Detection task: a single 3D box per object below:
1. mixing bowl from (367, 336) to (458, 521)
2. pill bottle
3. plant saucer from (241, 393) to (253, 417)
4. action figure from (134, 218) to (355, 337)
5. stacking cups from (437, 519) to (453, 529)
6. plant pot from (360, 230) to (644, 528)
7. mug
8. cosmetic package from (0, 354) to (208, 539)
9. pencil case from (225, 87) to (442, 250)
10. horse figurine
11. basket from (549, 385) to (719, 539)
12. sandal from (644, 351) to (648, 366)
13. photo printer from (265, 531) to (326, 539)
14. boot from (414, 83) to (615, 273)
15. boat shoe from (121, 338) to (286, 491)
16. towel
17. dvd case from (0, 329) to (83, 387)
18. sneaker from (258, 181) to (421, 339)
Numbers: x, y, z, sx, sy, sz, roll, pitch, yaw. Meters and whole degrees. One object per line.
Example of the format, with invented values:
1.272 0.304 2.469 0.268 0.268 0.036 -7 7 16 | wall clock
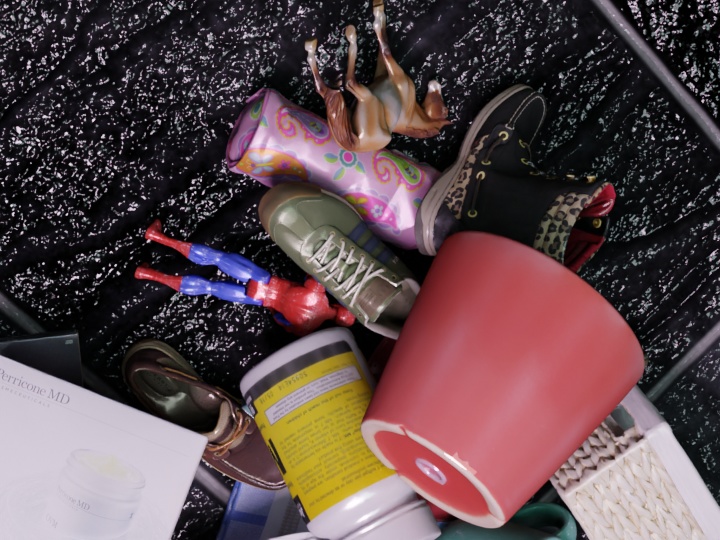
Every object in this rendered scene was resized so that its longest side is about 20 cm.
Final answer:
0.108 0.133 1.463 0.198 0.108 0.203 2 86 -31 | mixing bowl
-0.015 0.162 1.390 0.113 0.114 0.201 -27 76 -3 | pill bottle
-0.031 0.175 1.487 0.200 0.070 0.019 40 96 -11 | plant saucer
-0.094 0.006 1.446 0.198 0.099 0.066 20 106 5 | action figure
0.075 0.244 1.529 0.060 0.061 0.202 -23 108 -5 | stacking cups
0.104 0.098 1.305 0.200 0.200 0.178 44 69 -21 | plant pot
0.118 0.300 1.460 0.113 0.184 0.154 11 101 31 | mug
-0.260 0.203 1.360 0.198 0.123 0.202 22 74 -6 | cosmetic package
-0.020 -0.090 1.418 0.198 0.087 0.088 24 101 -19 | pencil case
0.010 -0.154 1.372 0.049 0.200 0.134 -5 111 28 | horse figurine
0.268 0.220 1.549 0.123 0.136 0.201 -35 115 3 | basket
0.194 0.048 1.515 0.199 0.080 0.058 24 87 -18 | sandal
-0.075 0.313 1.483 0.165 0.070 0.200 -16 152 12 | photo printer
0.153 -0.077 1.391 0.200 0.149 0.074 -51 140 -32 | boot
-0.136 0.142 1.459 0.200 0.072 0.072 42 93 -15 | boat shoe
-0.032 0.240 1.549 0.198 0.024 0.148 17 102 -17 | towel
-0.324 0.159 1.459 0.147 0.016 0.202 -6 109 -12 | dvd case
0.000 0.000 1.371 0.067 0.090 0.200 -46 130 7 | sneaker
